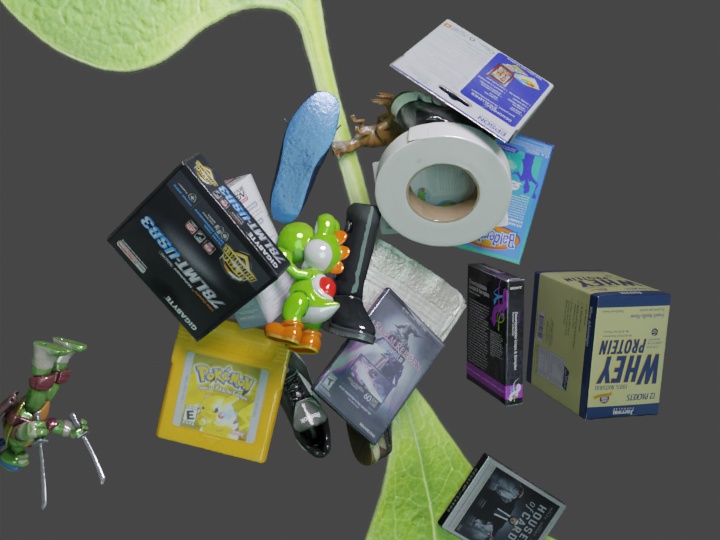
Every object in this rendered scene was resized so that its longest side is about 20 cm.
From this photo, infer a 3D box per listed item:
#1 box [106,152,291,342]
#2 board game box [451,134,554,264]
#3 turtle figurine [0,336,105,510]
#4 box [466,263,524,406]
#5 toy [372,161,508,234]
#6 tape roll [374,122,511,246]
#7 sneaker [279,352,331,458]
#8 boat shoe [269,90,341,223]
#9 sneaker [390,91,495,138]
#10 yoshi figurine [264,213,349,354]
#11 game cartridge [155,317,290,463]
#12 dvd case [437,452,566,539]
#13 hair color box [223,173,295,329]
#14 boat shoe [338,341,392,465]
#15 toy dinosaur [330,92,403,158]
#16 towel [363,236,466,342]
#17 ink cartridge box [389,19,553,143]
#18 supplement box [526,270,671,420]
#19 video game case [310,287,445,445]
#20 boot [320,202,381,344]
[{"bbox_3d":[-0.227,-0.027,1.213,0.198,0.050,0.200,-35,98,32],"label":"box"},{"bbox_3d":[0.212,-0.126,1.409,0.151,0.045,0.202,14,96,-18],"label":"board game box"},{"bbox_3d":[-0.421,0.204,1.229,0.143,0.199,0.196,12,94,-54],"label":"turtle figurine"},{"bbox_3d":[0.216,0.098,1.404,0.036,0.143,0.202,-6,103,-18],"label":"box"},{"bbox_3d":[0.124,-0.122,1.344,0.198,0.047,0.116,-4,108,10],"label":"toy"},{"bbox_3d":[0.119,-0.121,1.260,0.200,0.037,0.204,4,133,4],"label":"tape roll"},{"bbox_3d":[-0.090,0.207,1.357,0.066,0.090,0.202,-25,107,-12],"label":"sneaker"},{"bbox_3d":[-0.092,-0.172,1.296,0.084,0.069,0.201,27,96,-8],"label":"boat shoe"},{"bbox_3d":[0.143,-0.206,1.288,0.198,0.091,0.067,4,142,-22],"label":"sneaker"},{"bbox_3d":[-0.089,0.012,1.270,0.111,0.112,0.202,19,74,-16],"label":"yoshi figurine"},{"bbox_3d":[-0.205,0.174,1.317,0.174,0.032,0.202,13,98,0],"label":"game cartridge"},{"bbox_3d":[0.253,0.432,1.547,0.199,0.025,0.151,34,90,-20],"label":"dvd case"},{"bbox_3d":[-0.168,-0.027,1.277,0.099,0.060,0.202,-44,118,-51],"label":"hair color box"},{"bbox_3d":[0.009,0.208,1.406,0.064,0.073,0.202,-11,96,-42],"label":"boat shoe"},{"bbox_3d":[0.045,-0.215,1.343,0.198,0.060,0.107,-6,115,-14],"label":"toy dinosaur"},{"bbox_3d":[0.069,0.051,1.406,0.199,0.034,0.133,32,90,-20],"label":"towel"},{"bbox_3d":[0.158,-0.267,1.262,0.197,0.047,0.200,35,47,8],"label":"ink cartridge box"},{"bbox_3d":[0.383,0.115,1.429,0.133,0.200,0.202,-1,102,-17],"label":"supplement box"},{"bbox_3d":[0.031,0.149,1.362,0.143,0.019,0.201,45,72,-21],"label":"video game case"},{"bbox_3d":[-0.001,0.000,1.292,0.065,0.165,0.202,18,87,-23],"label":"boot"}]
